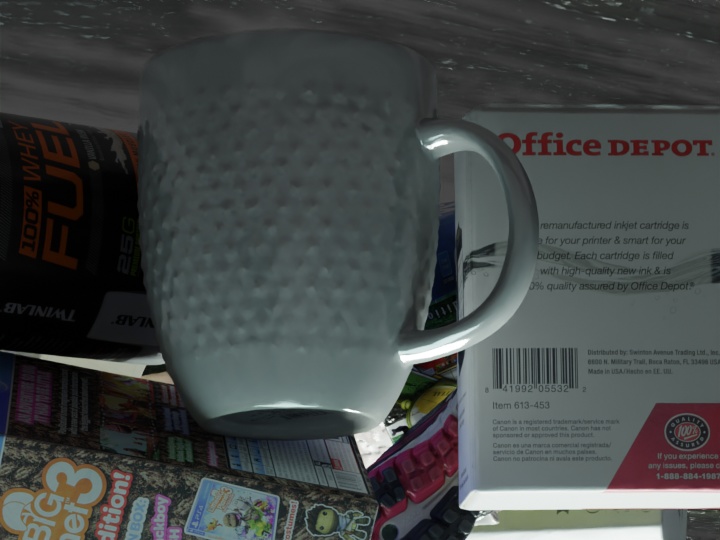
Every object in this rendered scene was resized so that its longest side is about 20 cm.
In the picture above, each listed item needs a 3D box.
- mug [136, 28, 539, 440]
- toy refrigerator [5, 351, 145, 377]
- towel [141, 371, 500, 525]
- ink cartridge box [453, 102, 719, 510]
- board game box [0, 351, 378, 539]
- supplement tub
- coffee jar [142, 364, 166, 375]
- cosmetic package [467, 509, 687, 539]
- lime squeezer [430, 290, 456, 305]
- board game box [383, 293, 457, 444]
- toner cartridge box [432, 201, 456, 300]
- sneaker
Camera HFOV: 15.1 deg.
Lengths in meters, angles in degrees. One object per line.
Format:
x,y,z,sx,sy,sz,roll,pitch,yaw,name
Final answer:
-0.011,-0.014,1.304,0.200,0.176,0.148,-6,166,20,mug
-0.220,0.039,1.577,0.200,0.070,0.076,14,166,44,toy refrigerator
-0.039,0.110,1.602,0.200,0.032,0.191,-12,140,30,towel
0.123,0.020,1.401,0.145,0.200,0.084,0,169,-3,ink cartridge box
-0.104,0.119,1.346,0.200,0.097,0.159,11,-170,-7,board game box
-0.181,-0.019,1.390,0.200,0.123,0.123,7,165,-30,supplement tub
-0.101,0.016,1.612,0.104,0.085,0.200,3,166,-14,coffee jar
0.119,0.145,1.861,0.200,0.199,0.123,-4,130,12,cosmetic package
0.033,0.029,1.578,0.200,0.038,0.071,-5,177,-30,lime squeezer
0.100,0.037,1.497,0.200,0.023,0.105,-24,137,0,board game box
0.000,0.000,1.492,0.095,0.043,0.200,-9,-173,27,toner cartridge box
0.058,0.094,1.470,0.200,0.081,0.075,-35,-173,-9,sneaker
